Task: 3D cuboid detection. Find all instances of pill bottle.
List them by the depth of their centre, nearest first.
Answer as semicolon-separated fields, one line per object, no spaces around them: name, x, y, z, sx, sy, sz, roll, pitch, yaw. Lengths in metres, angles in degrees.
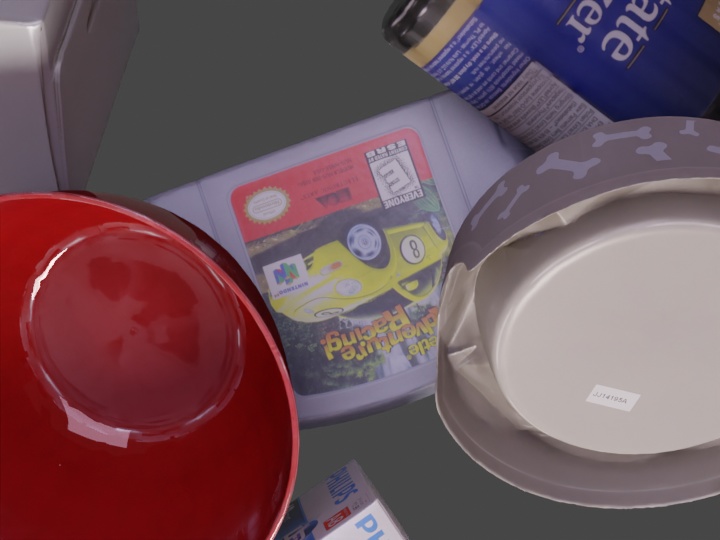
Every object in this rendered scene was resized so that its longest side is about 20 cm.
pill bottle;0.118;-0.094;0.959;0.200;0.112;0.112;35;85;-7

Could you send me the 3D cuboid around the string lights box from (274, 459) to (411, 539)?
string lights box;-0.064;0.171;0.940;0.200;0.103;0.059;-35;97;-2

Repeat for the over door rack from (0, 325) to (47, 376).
over door rack;-0.265;0.040;0.999;0.200;0.067;0.148;-41;81;-3

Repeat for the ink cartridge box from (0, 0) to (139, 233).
ink cartridge box;-0.213;-0.124;0.960;0.200;0.145;0.145;8;53;6

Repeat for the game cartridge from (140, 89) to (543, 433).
game cartridge;0.000;0.000;1.003;0.200;0.041;0.133;-20;84;1

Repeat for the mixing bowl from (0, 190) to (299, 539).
mixing bowl;-0.112;0.046;0.926;0.200;0.108;0.200;4;110;11

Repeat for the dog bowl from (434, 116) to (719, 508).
dog bowl;0.126;0.017;0.922;0.200;0.200;0.059;-7;43;3
